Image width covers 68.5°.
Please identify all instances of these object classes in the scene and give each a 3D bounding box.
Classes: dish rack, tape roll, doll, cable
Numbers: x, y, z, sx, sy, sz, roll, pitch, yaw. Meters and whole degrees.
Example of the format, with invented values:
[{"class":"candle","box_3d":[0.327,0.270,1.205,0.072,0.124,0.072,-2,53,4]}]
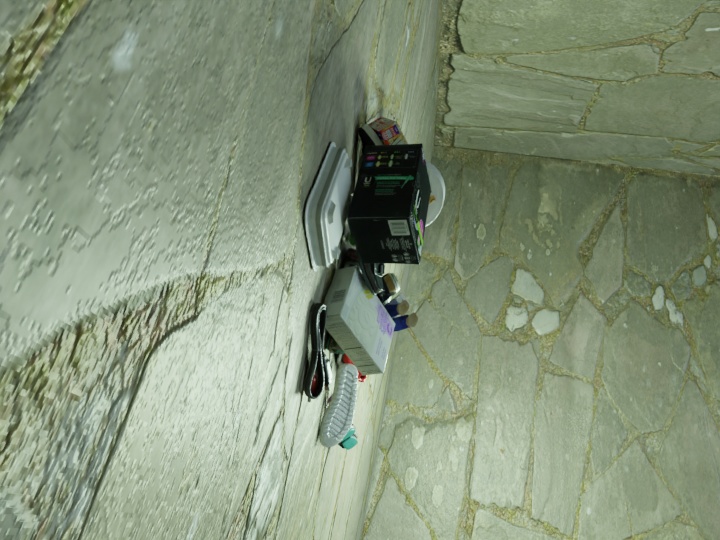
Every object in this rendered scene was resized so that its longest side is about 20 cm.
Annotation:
[{"class":"dish rack","box_3d":[-0.049,-0.114,0.958,0.172,0.043,0.200,85,15,-51]},{"class":"tape roll","box_3d":[0.139,-0.217,1.504,0.071,0.202,0.203,-62,158,-66]},{"class":"doll","box_3d":[0.039,0.121,1.293,0.137,0.200,0.048,54,43,-15]},{"class":"cable","box_3d":[-0.092,0.164,1.021,0.097,0.050,0.200,-36,124,-53]}]

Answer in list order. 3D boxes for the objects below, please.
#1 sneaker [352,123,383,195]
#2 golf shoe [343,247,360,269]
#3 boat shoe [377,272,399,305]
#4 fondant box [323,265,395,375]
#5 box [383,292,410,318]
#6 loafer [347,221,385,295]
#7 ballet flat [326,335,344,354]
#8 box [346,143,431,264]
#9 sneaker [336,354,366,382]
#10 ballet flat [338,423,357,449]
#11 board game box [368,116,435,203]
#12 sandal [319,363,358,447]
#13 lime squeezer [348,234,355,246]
[{"class":"sneaker","box_3d":[0.019,-0.218,1.194,0.200,0.112,0.073,58,0,-26]},{"class":"golf shoe","box_3d":[0.000,0.000,1.289,0.200,0.073,0.092,11,98,-73]},{"class":"boat shoe","box_3d":[0.045,0.054,1.339,0.075,0.062,0.200,66,-15,8]},{"class":"fondant box","box_3d":[-0.002,0.110,1.146,0.200,0.058,0.144,57,34,-35]},{"class":"box","box_3d":[0.044,0.126,1.348,0.200,0.041,0.039,-41,177,36]},{"class":"loafer","box_3d":[0.023,-0.049,1.151,0.072,0.063,0.200,22,49,-74]},{"class":"ballet flat","box_3d":[-0.023,0.114,1.236,0.072,0.072,0.200,89,13,-46]},{"class":"box","box_3d":[0.064,-0.134,1.064,0.149,0.124,0.200,70,26,-51]},{"class":"sneaker","box_3d":[-0.012,0.221,1.347,0.200,0.085,0.077,86,15,-52]},{"class":"ballet flat","box_3d":[-0.049,0.421,1.384,0.200,0.073,0.073,79,22,-62]},{"class":"board game box","box_3d":[0.093,-0.252,1.222,0.200,0.046,0.152,59,2,-22]},{"class":"sandal","box_3d":[-0.053,0.327,1.287,0.050,0.082,0.203,-6,-119,56]},{"class":"lime squeezer","box_3d":[0.013,-0.058,1.228,0.071,0.200,0.038,40,84,-33]}]
